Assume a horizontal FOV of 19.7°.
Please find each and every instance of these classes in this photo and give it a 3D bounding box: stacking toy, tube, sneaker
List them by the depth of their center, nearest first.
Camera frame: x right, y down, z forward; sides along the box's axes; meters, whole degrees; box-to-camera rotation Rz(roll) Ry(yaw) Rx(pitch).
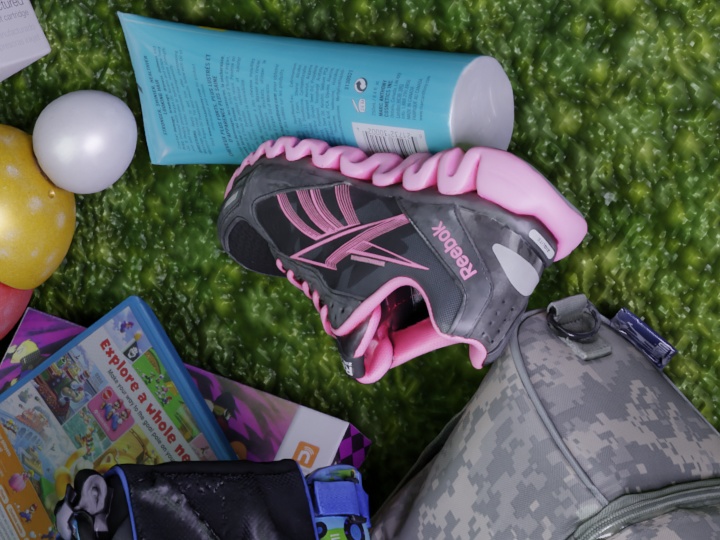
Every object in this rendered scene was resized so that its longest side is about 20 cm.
[{"bbox_3d":[0.000,0.000,0.877,0.199,0.079,0.096,2,63,48],"label":"sneaker"},{"bbox_3d":[-0.028,-0.075,0.925,0.199,0.050,0.078,8,116,35],"label":"tube"},{"bbox_3d":[-0.189,-0.021,1.016,0.199,0.146,0.147,-31,87,21],"label":"stacking toy"}]

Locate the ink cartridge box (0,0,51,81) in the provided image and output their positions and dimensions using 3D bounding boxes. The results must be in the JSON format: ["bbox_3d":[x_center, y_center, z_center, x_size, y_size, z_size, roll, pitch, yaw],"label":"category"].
[{"bbox_3d":[-0.269,-0.162,1.004,0.125,0.128,0.201,-23,93,36],"label":"ink cartridge box"}]

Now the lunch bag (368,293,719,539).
[{"bbox_3d":[0.076,0.132,0.866,0.168,0.139,0.200,52,124,25],"label":"lunch bag"}]

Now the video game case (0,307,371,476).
[{"bbox_3d":[-0.117,0.129,0.994,0.199,0.036,0.182,18,76,28],"label":"video game case"}]

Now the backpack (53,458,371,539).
[{"bbox_3d":[-0.062,0.191,0.823,0.183,0.133,0.202,129,134,-56],"label":"backpack"}]

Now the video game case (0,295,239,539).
[{"bbox_3d":[-0.152,0.124,0.981,0.199,0.018,0.144,-37,58,4],"label":"video game case"}]
